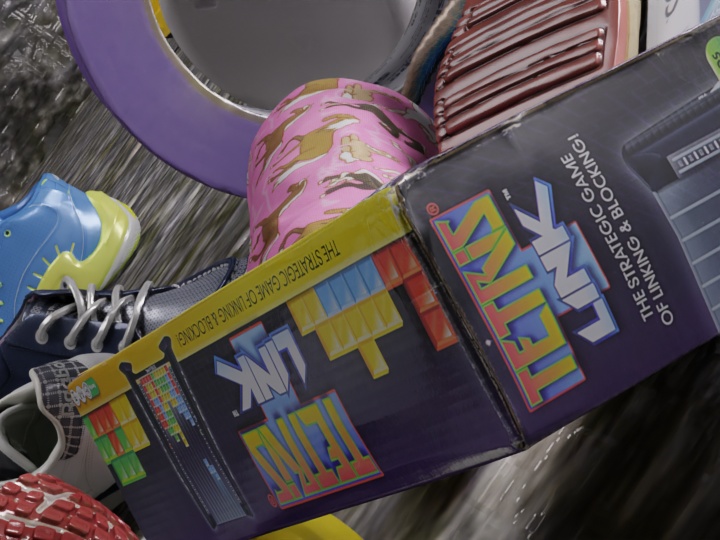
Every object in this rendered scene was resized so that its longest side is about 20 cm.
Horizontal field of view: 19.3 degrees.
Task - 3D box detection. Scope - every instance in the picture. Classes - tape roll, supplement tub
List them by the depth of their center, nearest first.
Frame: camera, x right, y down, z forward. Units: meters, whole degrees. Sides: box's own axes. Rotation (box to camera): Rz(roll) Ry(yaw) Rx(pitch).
[{"bbox_3d":[-0.030,-0.131,0.895,0.200,0.200,0.085,-54,13,0],"label":"tape roll"},{"bbox_3d":[-0.010,-0.190,1.102,0.145,0.145,0.200,-42,18,42],"label":"supplement tub"}]

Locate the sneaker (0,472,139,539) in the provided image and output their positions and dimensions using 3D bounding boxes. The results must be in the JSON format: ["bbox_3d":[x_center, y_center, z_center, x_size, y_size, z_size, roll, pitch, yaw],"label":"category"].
[{"bbox_3d":[-0.148,0.161,0.848,0.082,0.078,0.200,-46,15,38],"label":"sneaker"}]

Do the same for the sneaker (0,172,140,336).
[{"bbox_3d":[-0.252,0.017,1.532,0.200,0.105,0.076,-55,13,-5],"label":"sneaker"}]

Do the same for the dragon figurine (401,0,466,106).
[{"bbox_3d":[0.082,-0.143,0.840,0.059,0.099,0.201,-164,90,-75],"label":"dragon figurine"}]

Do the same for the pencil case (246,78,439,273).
[{"bbox_3d":[0.000,0.000,0.705,0.083,0.086,0.200,-54,13,14],"label":"pencil case"}]

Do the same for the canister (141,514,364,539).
[{"bbox_3d":[-0.079,0.162,0.579,0.200,0.086,0.149,-46,15,29],"label":"canister"}]

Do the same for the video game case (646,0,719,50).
[{"bbox_3d":[0.160,-0.152,0.664,0.200,0.023,0.182,-47,15,28],"label":"video game case"}]

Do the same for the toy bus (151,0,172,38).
[{"bbox_3d":[-0.220,-0.363,2.213,0.136,0.192,0.200,-48,13,33],"label":"toy bus"}]

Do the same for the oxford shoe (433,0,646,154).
[{"bbox_3d":[0.073,-0.074,0.709,0.070,0.075,0.201,-17,50,30],"label":"oxford shoe"}]

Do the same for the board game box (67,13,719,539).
[{"bbox_3d":[0.041,-0.003,0.482,0.165,0.057,0.200,-29,0,-27],"label":"board game box"}]

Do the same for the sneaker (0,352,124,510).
[{"bbox_3d":[-0.165,0.102,1.005,0.200,0.080,0.077,-48,56,34],"label":"sneaker"}]

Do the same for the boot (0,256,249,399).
[{"bbox_3d":[-0.120,0.035,1.040,0.200,0.090,0.073,-42,17,43],"label":"boot"}]
